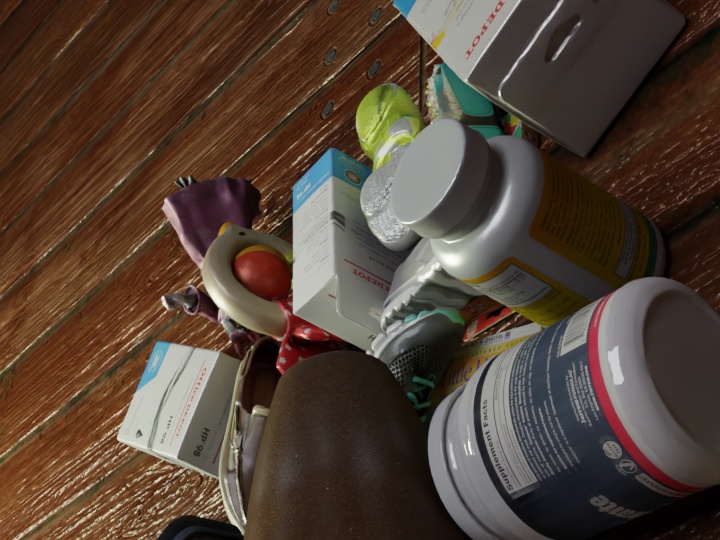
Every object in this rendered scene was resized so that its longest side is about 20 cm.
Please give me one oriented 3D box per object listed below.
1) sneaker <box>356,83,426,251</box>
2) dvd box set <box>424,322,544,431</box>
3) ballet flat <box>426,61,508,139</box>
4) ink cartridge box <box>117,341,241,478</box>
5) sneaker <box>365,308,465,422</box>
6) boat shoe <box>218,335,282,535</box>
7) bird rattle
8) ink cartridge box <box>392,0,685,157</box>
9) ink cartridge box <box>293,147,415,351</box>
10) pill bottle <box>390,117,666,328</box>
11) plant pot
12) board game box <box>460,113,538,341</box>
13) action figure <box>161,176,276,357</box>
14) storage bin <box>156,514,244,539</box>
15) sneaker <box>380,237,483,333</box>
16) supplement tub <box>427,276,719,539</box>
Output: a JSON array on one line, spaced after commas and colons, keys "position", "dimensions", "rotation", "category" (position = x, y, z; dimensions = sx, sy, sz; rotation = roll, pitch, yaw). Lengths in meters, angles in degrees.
[{"position": [0.054, -0.081, 1.423], "dimensions": [0.075, 0.105, 0.202], "rotation": [-31, 42, 26], "category": "sneaker"}, {"position": [0.092, 0.149, 1.241], "dimensions": [0.146, 0.029, 0.202], "rotation": [-21, 50, 51], "category": "dvd box set"}, {"position": [0.095, -0.109, 1.379], "dimensions": [0.201, 0.075, 0.064], "rotation": [-92, 10, -49], "category": "ballet flat"}, {"position": [-0.165, 0.143, 1.613], "dimensions": [0.199, 0.066, 0.117], "rotation": [2, 68, 59], "category": "ink cartridge box"}, {"position": [0.029, 0.121, 1.283], "dimensions": [0.201, 0.077, 0.091], "rotation": [-52, 51, 20], "category": "sneaker"}, {"position": [-0.093, 0.152, 1.467], "dimensions": [0.075, 0.074, 0.204], "rotation": [109, 160, -52], "category": "boat shoe"}, {"position": [-0.077, 0.026, 1.502], "dimensions": [0.201, 0.161, 0.113], "rotation": [-80, 14, -45], "category": "bird rattle"}, {"position": [0.148, -0.222, 1.337], "dimensions": [0.148, 0.144, 0.200], "rotation": [-54, 30, 15], "category": "ink cartridge box"}, {"position": [0.000, 0.000, 1.426], "dimensions": [0.067, 0.115, 0.202], "rotation": [-40, 36, 34], "category": "ink cartridge box"}, {"position": [0.122, -0.030, 1.162], "dimensions": [0.113, 0.199, 0.114], "rotation": [-38, 37, 37], "category": "pill bottle"}, {"position": [-0.007, 0.168, 1.167], "dimensions": [0.187, 0.186, 0.202], "rotation": [-39, 44, 36], "category": "plant pot"}, {"position": [0.116, -0.042, 1.367], "dimensions": [0.095, 0.030, 0.202], "rotation": [-34, 42, 41], "category": "board game box"}, {"position": [-0.150, 0.001, 1.687], "dimensions": [0.149, 0.132, 0.202], "rotation": [93, 163, -73], "category": "action figure"}, {"position": [-0.124, 0.338, 1.353], "dimensions": [0.134, 0.145, 0.202], "rotation": [28, 91, 34], "category": "storage bin"}, {"position": [0.084, -0.021, 1.297], "dimensions": [0.199, 0.074, 0.083], "rotation": [-36, 38, 37], "category": "sneaker"}, {"position": [0.155, 0.103, 1.062], "dimensions": [0.199, 0.139, 0.142], "rotation": [-33, 40, 42], "category": "supplement tub"}]
